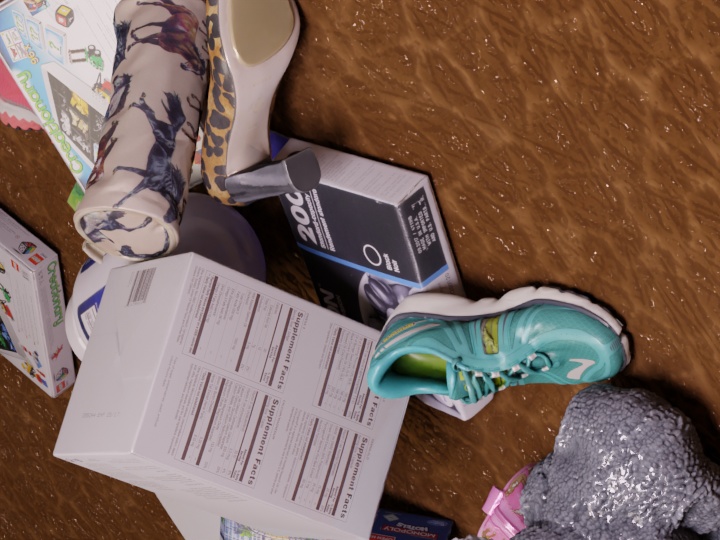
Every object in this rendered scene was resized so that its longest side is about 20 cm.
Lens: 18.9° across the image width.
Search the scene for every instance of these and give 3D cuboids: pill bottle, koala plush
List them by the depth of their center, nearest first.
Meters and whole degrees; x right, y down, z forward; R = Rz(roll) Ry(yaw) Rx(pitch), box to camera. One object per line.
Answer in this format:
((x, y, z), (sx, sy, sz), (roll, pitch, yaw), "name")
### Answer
((0.145, 0.193, 1.442), (0.177, 0.200, 0.184), (35, 155, 30), "koala plush")
((-0.167, 0.021, 1.756), (0.120, 0.119, 0.200), (54, 150, -3), "pill bottle")

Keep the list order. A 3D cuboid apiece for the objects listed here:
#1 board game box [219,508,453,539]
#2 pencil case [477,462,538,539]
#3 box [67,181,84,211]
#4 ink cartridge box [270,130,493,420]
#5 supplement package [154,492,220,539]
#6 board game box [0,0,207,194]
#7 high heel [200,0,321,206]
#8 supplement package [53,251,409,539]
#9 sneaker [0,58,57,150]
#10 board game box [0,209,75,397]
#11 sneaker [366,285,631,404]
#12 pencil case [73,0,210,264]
((-0.030, 0.295, 1.824), (0.198, 0.062, 0.202), (8, 111, 10), "board game box")
((0.175, 0.228, 1.580), (0.200, 0.083, 0.087), (40, 155, 25), "pencil case")
((-0.169, -0.021, 1.872), (0.200, 0.036, 0.144), (51, 152, 6), "box")
((0.000, 0.000, 1.633), (0.199, 0.043, 0.199), (21, 139, 47), "ink cartridge box")
((-0.074, 0.234, 1.931), (0.201, 0.117, 0.117), (58, 153, -12), "supplement package")
((-0.199, -0.145, 1.709), (0.126, 0.035, 0.201), (-25, 103, 25), "board game box")
((-0.099, -0.145, 1.564), (0.142, 0.071, 0.202), (-4, 101, 58), "high heel")
((-0.090, 0.096, 1.584), (0.199, 0.152, 0.151), (23, 165, -26), "supplement package")
((-0.254, -0.157, 1.808), (0.199, 0.074, 0.087), (15, 131, 47), "sneaker")
((-0.349, 0.025, 2.183), (0.126, 0.035, 0.201), (37, 148, 26), "board game box")
((0.094, 0.063, 1.495), (0.199, 0.080, 0.078), (-5, 123, 34), "sneaker")
((-0.159, -0.106, 1.595), (0.077, 0.202, 0.089), (23, 153, -31), "pencil case")
